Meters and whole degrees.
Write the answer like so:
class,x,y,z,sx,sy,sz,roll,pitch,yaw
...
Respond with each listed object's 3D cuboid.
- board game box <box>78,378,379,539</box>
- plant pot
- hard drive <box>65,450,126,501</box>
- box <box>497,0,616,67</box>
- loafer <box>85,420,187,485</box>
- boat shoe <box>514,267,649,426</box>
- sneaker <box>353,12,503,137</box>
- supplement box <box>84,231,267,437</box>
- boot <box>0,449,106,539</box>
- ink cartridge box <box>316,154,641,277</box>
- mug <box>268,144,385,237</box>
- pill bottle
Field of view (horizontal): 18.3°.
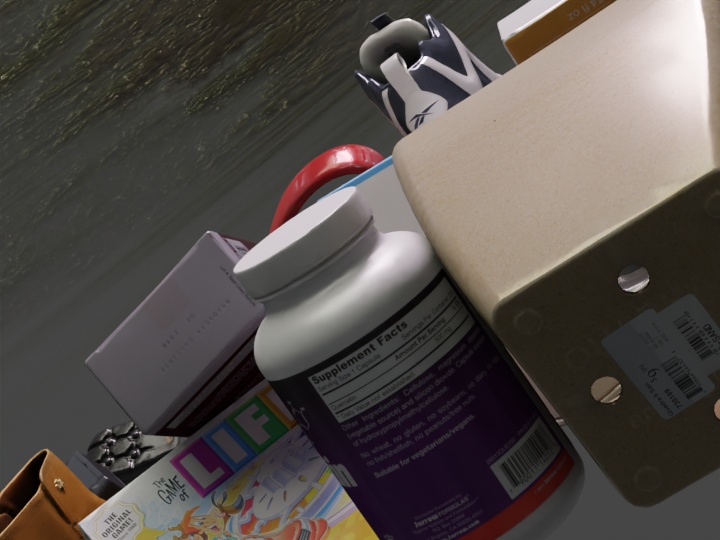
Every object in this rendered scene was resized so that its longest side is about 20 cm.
class,x,y,z,sx,sy,sz,roll,pitch,yaw
board game box,-0.039,0.131,1.254,0.200,0.134,0.034,-38,-32,-15
plant pot,0.151,-0.004,1.108,0.200,0.200,0.177,-33,21,15
hard drive,-0.227,0.221,1.509,0.200,0.033,0.140,-57,14,-6
box,0.188,-0.096,1.347,0.124,0.200,0.097,-34,10,9
loafer,-0.107,0.134,1.632,0.201,0.070,0.068,-14,52,26
boat shoe,0.147,0.039,1.273,0.200,0.067,0.057,-28,-9,11
sneaker,0.060,-0.133,1.558,0.079,0.130,0.199,-36,5,27
supplement box,-0.066,0.043,1.317,0.109,0.061,0.200,-46,-19,11
boot,-0.155,0.167,1.402,0.071,0.144,0.201,-29,11,26
ink cartridge box,0.088,-0.015,1.388,0.129,0.125,0.200,-30,-12,21
mug,0.004,-0.002,1.624,0.200,0.178,0.133,-36,6,23
pill bottle,0.022,0.060,1.156,0.112,0.200,0.112,-34,9,6
